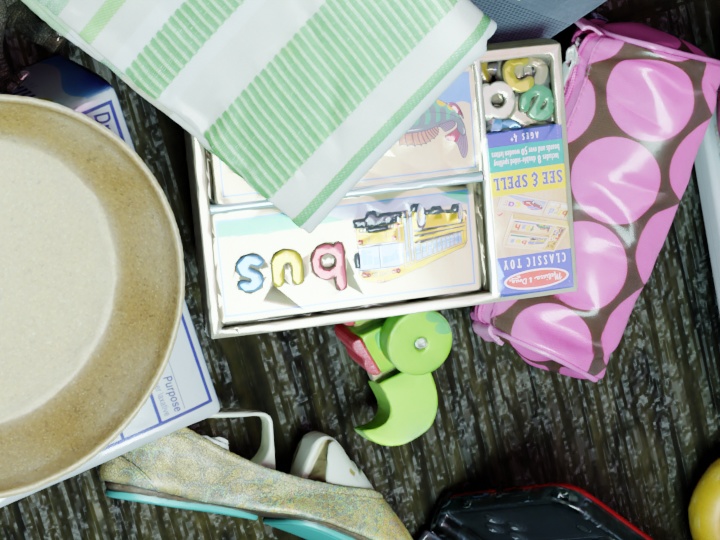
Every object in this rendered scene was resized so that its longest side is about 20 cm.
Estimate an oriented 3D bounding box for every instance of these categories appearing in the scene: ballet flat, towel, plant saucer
[{"bbox_3d":[-0.047,0.114,1.407,0.199,0.071,0.071,17,97,-26],"label":"ballet flat"},{"bbox_3d":[-0.051,-0.130,1.238,0.200,0.023,0.153,40,109,-15],"label":"towel"},{"bbox_3d":[-0.182,0.011,1.216,0.199,0.035,0.201,-8,109,-22],"label":"plant saucer"}]

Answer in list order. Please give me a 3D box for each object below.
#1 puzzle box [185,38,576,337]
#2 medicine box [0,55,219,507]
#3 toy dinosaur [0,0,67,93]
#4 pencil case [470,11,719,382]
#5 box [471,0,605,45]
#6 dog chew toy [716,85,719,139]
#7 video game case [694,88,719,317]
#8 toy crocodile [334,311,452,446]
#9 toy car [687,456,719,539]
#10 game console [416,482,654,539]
[{"bbox_3d":[0.011,-0.042,1.323,0.199,0.025,0.134,-8,103,-11],"label":"puzzle box"},{"bbox_3d":[-0.197,0.016,1.292,0.199,0.103,0.183,-23,112,-16],"label":"medicine box"},{"bbox_3d":[-0.183,-0.154,1.277,0.102,0.077,0.200,40,97,0],"label":"toy dinosaur"},{"bbox_3d":[0.126,-0.041,1.422,0.093,0.091,0.201,11,102,-35],"label":"pencil case"},{"bbox_3d":[0.065,-0.170,1.292,0.200,0.051,0.157,-32,150,33],"label":"box"},{"bbox_3d":[0.276,-0.128,1.434,0.124,0.124,0.201,39,60,-27],"label":"dog chew toy"},{"bbox_3d":[0.286,-0.018,1.488,0.181,0.024,0.201,-6,83,-22],"label":"video game case"},{"bbox_3d":[0.000,0.000,1.390,0.061,0.067,0.201,-23,112,-15],"label":"toy crocodile"},{"bbox_3d":[0.303,0.151,1.513,0.199,0.150,0.176,-3,105,-22],"label":"toy car"},{"bbox_3d":[0.116,0.224,1.478,0.200,0.172,0.119,36,62,-27],"label":"game console"}]
